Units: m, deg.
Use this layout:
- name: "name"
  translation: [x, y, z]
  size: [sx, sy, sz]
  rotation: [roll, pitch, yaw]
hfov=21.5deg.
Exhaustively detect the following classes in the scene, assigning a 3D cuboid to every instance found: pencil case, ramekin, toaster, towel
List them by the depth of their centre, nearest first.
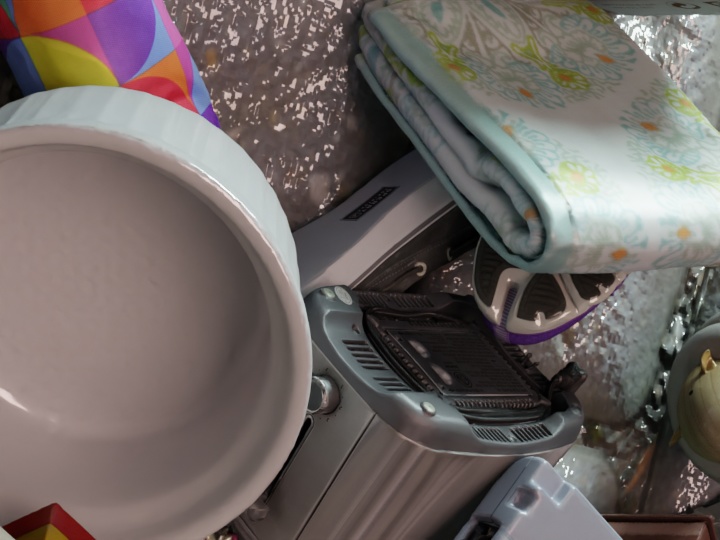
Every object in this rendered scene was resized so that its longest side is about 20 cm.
- name: "ramekin"
  translation: [-0.118, 0.018, 0.823]
  size: [0.198, 0.098, 0.203]
  rotation: [1, 112, 2]
- name: "pencil case"
  translation: [-0.112, -0.090, 0.875]
  size: [0.088, 0.088, 0.202]
  rotation: [-32, 114, -27]
- name: "toaster"
  translation: [0.019, 0.087, 0.940]
  size: [0.199, 0.114, 0.130]
  rotation: [3, 128, -54]
- name: "towel"
  translation: [0.106, -0.074, 0.970]
  size: [0.170, 0.201, 0.048]
  rotation: [-4, 134, -34]

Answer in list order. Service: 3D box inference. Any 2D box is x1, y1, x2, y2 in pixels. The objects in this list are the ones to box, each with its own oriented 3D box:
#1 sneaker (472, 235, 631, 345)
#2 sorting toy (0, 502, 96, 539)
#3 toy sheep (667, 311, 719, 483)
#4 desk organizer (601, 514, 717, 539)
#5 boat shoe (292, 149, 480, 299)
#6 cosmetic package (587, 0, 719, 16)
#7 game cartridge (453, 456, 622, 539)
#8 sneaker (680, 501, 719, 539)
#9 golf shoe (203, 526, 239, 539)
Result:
- name: "sneaker"
  translation: [0.119, -0.006, 1.013]
  size: [0.200, 0.080, 0.084]
  rotation: [-42, 146, -53]
- name: "sorting toy"
  translation: [-0.217, 0.129, 0.781]
  size: [0.200, 0.198, 0.070]
  rotation: [49, 28, -31]
- name: "toy sheep"
  translation: [0.258, 0.074, 1.121]
  size: [0.199, 0.137, 0.140]
  rotation: [-7, 100, -45]
- name: "desk organizer"
  translation: [0.181, 0.246, 1.098]
  size: [0.077, 0.071, 0.202]
  rotation: [-51, 130, -51]
- name: "boat shoe"
  translation: [0.000, 0.000, 0.972]
  size: [0.199, 0.068, 0.057]
  rotation: [-36, 115, -28]
- name: "cosmetic package"
  translation: [0.154, -0.249, 0.985]
  size: [0.165, 0.167, 0.202]
  rotation: [12, 90, -34]
- name: "game cartridge"
  translation: [0.063, 0.205, 0.878]
  size: [0.133, 0.041, 0.200]
  rotation: [46, 70, -21]
- name: "sneaker"
  translation: [0.261, 0.181, 1.179]
  size: [0.198, 0.076, 0.081]
  rotation: [-12, 110, -25]
- name: "golf shoe"
  translation: [-0.152, 0.147, 0.885]
  size: [0.198, 0.075, 0.092]
  rotation: [11, 107, -27]
